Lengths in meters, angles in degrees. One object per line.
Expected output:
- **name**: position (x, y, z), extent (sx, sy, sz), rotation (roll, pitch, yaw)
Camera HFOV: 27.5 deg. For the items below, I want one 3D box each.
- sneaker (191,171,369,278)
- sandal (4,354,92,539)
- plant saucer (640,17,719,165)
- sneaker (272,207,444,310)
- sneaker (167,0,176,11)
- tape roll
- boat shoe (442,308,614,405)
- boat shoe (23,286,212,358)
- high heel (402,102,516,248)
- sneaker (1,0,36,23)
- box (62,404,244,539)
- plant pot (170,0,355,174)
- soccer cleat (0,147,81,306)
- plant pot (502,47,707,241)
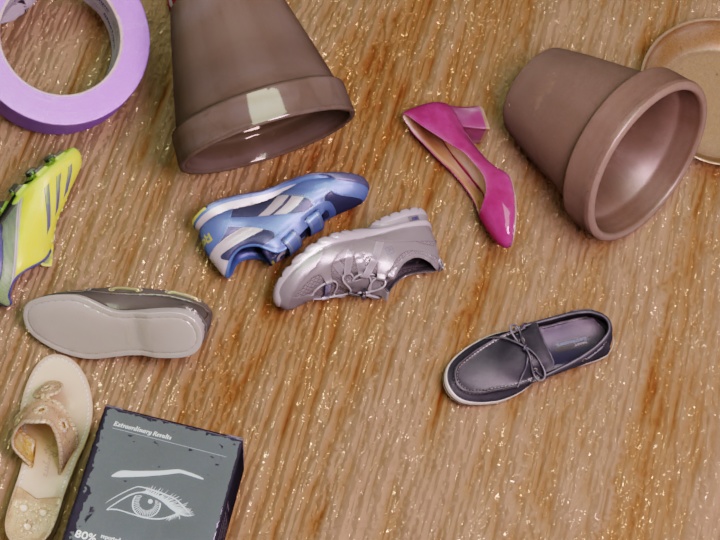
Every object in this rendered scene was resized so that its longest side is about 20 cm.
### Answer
- **sneaker**: position (-0.081, -0.051, 1.618), extent (0.199, 0.074, 0.083), rotation (-18, 71, -3)
- **sandal**: position (-0.322, 0.176, 1.502), extent (0.077, 0.070, 0.213), rotation (7, 66, -1)
- **plant saucer**: position (0.424, -0.204, 1.734), extent (0.199, 0.035, 0.201), rotation (2, 66, -4)
- **sneaker**: position (0.000, 0.000, 1.595), extent (0.199, 0.075, 0.082), rotation (-25, 69, -14)
- **sneaker**: position (-0.168, -0.279, 1.719), extent (0.071, 0.112, 0.201), rotation (-22, 100, -15)
- **tape roll**: position (-0.340, -0.257, 1.651), extent (0.199, 0.066, 0.201), rotation (1, 86, -19)
- **boat shoe**: position (0.182, 0.089, 1.578), extent (0.199, 0.062, 0.075), rotation (-17, 71, -9)
- **boat shoe**: position (-0.257, 0.052, 1.566), extent (0.201, 0.072, 0.060), rotation (4, 25, 11)
- **high heel**: position (0.112, -0.108, 1.649), extent (0.095, 0.067, 0.201), rotation (-4, 62, -16)
- **sneaker**: position (-0.417, -0.380, 1.736), extent (0.115, 0.075, 0.200), rotation (31, 64, 11)
- **box**: position (-0.208, 0.254, 1.457), extent (0.147, 0.104, 0.201), rotation (15, 66, 3)
- **plant pot**: position (-0.125, -0.219, 1.594), extent (0.199, 0.200, 0.174), rotation (-16, 85, -10)
- **soccer cleat**: position (-0.360, -0.048, 1.612), extent (0.084, 0.065, 0.200), rotation (41, 62, -18)
- **plant pot**: position (0.258, -0.160, 1.638), extent (0.200, 0.201, 0.174), rotation (-39, 55, -18)
